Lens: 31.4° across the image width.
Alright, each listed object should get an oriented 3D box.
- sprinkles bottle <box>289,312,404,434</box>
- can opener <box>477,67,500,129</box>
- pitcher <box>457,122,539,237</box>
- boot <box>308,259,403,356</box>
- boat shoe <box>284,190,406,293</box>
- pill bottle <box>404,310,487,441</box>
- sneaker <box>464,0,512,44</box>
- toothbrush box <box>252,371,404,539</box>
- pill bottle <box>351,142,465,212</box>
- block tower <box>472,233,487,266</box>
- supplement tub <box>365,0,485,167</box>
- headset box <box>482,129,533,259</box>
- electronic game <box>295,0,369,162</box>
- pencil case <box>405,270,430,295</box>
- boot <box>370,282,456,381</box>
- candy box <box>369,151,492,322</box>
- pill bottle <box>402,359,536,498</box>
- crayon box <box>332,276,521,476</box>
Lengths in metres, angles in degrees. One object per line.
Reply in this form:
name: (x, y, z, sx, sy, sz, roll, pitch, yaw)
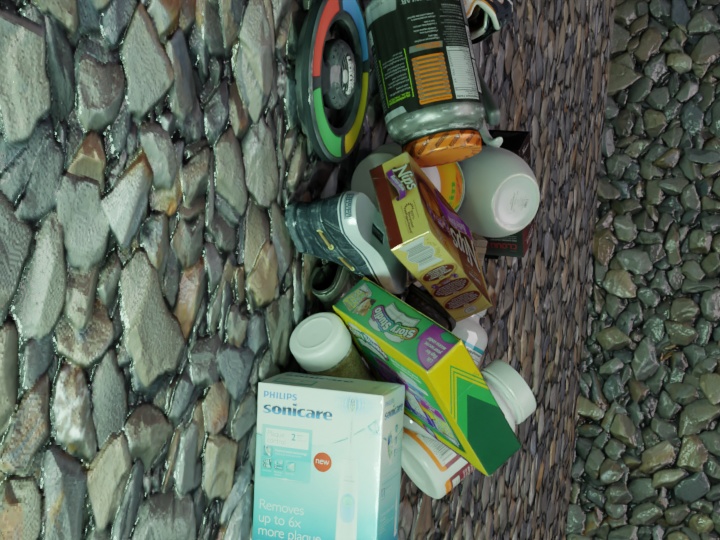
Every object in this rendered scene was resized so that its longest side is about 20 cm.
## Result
sprinkles bottle: (-0.014, 0.138, 1.493, 0.201, 0.068, 0.069, 61, 36, -39)
can opener: (0.141, -0.269, 1.809, 0.067, 0.053, 0.201, 84, -14, -58)
pitcher: (0.165, -0.144, 1.787, 0.120, 0.200, 0.174, -1, 108, -29)
boot: (0.000, 0.000, 1.571, 0.201, 0.067, 0.132, -65, 148, -47)
boat shoe: (-0.013, -0.032, 1.469, 0.200, 0.090, 0.072, 52, 41, -57)
pill bottle: (0.104, 0.122, 1.751, 0.202, 0.110, 0.111, -65, 159, -4)
sneaker: (0.149, -0.330, 1.661, 0.199, 0.078, 0.080, 7, 62, -61)
toothbrush box: (-0.034, 0.220, 1.389, 0.085, 0.145, 0.203, -9, 104, -72)
pill bottle: (0.058, -0.107, 1.640, 0.200, 0.110, 0.113, -10, 104, -71)
block tower: (0.143, 0.032, 1.935, 0.058, 0.053, 0.202, -125, -138, -68)
supplement tub: (0.080, -0.231, 1.524, 0.122, 0.121, 0.203, 11, 68, -71)
headset box: (0.185, -0.110, 1.956, 0.075, 0.147, 0.202, -55, 145, -54)
electronic game: (-0.027, -0.225, 1.468, 0.200, 0.041, 0.203, 5, 90, -71)
pencil case: (0.086, -0.005, 1.798, 0.200, 0.077, 0.090, 30, 45, -69)
boot: (0.039, 0.121, 1.598, 0.174, 0.069, 0.201, -46, 159, -19)
candy box: (0.085, -0.035, 1.499, 0.200, 0.056, 0.118, 44, 27, -52)
pill bottle: (0.150, 0.225, 1.849, 0.199, 0.114, 0.115, -37, 140, -17)
crayon box: (0.072, 0.115, 1.422, 0.058, 0.200, 0.173, -39, 125, -14)
